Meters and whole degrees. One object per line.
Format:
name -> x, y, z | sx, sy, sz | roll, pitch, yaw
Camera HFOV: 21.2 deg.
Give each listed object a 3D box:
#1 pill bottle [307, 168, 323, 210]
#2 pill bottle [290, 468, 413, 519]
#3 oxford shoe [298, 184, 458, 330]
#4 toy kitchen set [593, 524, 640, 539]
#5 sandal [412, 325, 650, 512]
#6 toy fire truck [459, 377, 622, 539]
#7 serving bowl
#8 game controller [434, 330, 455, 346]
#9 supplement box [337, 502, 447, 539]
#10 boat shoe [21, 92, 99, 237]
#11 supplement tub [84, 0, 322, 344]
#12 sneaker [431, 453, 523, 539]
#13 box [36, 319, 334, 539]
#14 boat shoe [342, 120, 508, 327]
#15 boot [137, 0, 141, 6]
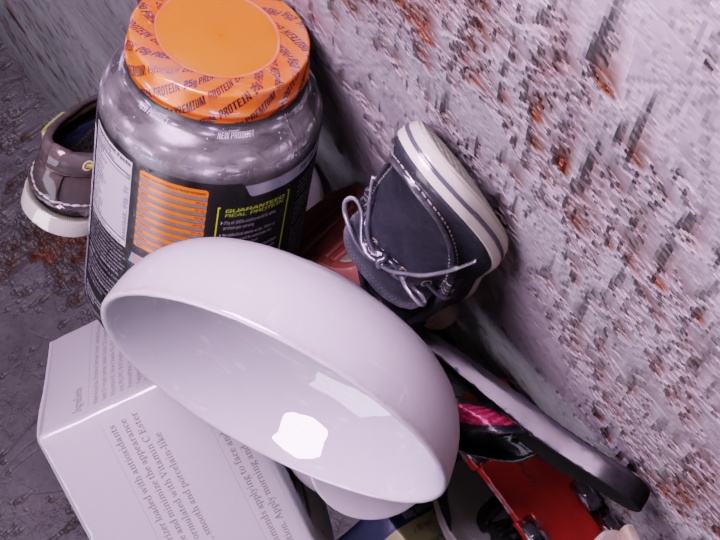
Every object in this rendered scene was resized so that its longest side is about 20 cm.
pill bottle -> -0.113, -0.071, 1.341 | 0.114, 0.114, 0.200 | 58, 171, -31
pill bottle -> -0.003, 0.083, 1.245 | 0.112, 0.111, 0.200 | 56, -176, -19
oxford shoe -> 0.000, 0.000, 1.156 | 0.075, 0.070, 0.200 | 50, 175, -18
toy kitchen set -> 0.083, 0.213, 0.972 | 0.200, 0.179, 0.164 | -54, 43, 44
sandal -> 0.065, 0.080, 1.038 | 0.200, 0.045, 0.075 | 34, 176, 30
toy fire truck -> 0.123, 0.161, 1.197 | 0.200, 0.049, 0.141 | 53, 173, 8
serving bowl -> -0.032, 0.041, 0.990 | 0.199, 0.066, 0.200 | 24, 159, 10
game controller -> -0.037, 0.026, 1.176 | 0.200, 0.104, 0.042 | 28, 129, 39
supplement box -> 0.066, 0.267, 1.399 | 0.200, 0.134, 0.200 | 52, -158, 11
boat shoe -> -0.124, -0.090, 1.178 | 0.072, 0.201, 0.061 | 35, 134, 15
supplement tub -> -0.087, -0.053, 1.061 | 0.123, 0.122, 0.201 | 49, 145, 30
sneaker -> 0.125, 0.197, 1.311 | 0.200, 0.074, 0.079 | 51, 153, 14
box -> -0.112, 0.133, 1.278 | 0.200, 0.130, 0.200 | -112, -2, -72
boat shoe -> 0.028, -0.015, 0.951 | 0.075, 0.062, 0.200 | 54, 171, 12
boot -> -0.144, -0.221, 1.107 | 0.201, 0.064, 0.186 | 57, 171, 11
